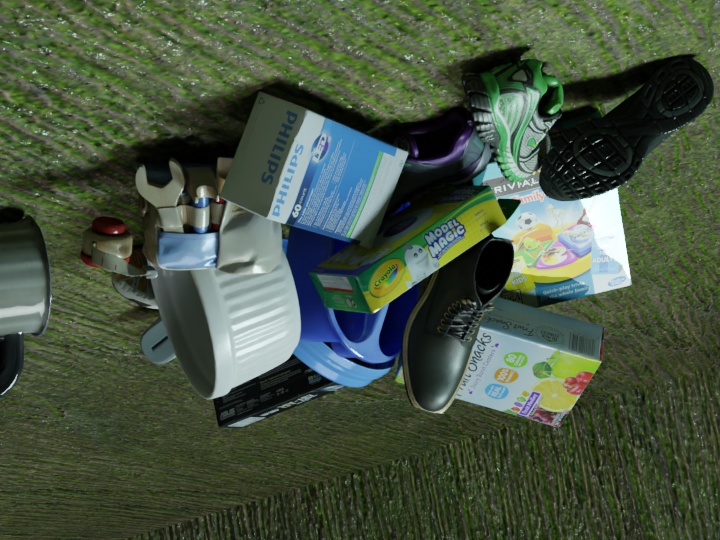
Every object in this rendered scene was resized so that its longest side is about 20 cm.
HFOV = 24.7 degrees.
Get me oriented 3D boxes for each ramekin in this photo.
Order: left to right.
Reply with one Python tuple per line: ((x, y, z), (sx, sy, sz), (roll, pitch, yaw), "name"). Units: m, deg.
((-0.140, 0.022, 1.693), (0.104, 0.202, 0.200), (-18, 168, -20), "ramekin")

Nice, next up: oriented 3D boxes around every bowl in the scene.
((-0.045, 0.050, 1.856), (0.039, 0.201, 0.200), (-46, 153, 21), "bowl")

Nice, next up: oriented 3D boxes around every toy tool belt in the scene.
((-0.162, -0.068, 1.540), (0.198, 0.125, 0.125), (-1, -161, -23), "toy tool belt")

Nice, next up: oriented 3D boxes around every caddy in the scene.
((0.000, 0.000, 1.733), (0.104, 0.203, 0.141), (-11, 156, 42), "caddy")

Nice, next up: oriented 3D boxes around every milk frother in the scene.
((-0.424, 0.025, 1.613), (0.186, 0.183, 0.200), (-5, -154, -29), "milk frother")

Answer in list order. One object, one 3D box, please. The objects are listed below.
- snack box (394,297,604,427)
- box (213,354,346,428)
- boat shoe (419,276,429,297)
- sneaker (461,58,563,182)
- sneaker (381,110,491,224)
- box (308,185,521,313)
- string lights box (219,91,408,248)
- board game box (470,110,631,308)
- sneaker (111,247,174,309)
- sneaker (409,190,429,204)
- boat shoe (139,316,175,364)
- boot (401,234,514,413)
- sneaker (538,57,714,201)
((0.152, 0.093, 1.810), (0.198, 0.053, 0.143), (16, 141, -5), "snack box")
((-0.107, 0.091, 2.030), (0.199, 0.162, 0.043), (-24, 161, 33), "box")
((0.113, 0.060, 1.859), (0.073, 0.064, 0.200), (-24, 134, 35), "boat shoe")
((0.159, -0.142, 1.570), (0.084, 0.079, 0.200), (-17, 164, 11), "sneaker")
((0.029, -0.105, 1.636), (0.198, 0.075, 0.088), (-27, 154, 6), "sneaker")
((0.057, -0.030, 1.631), (0.199, 0.049, 0.117), (-32, -166, -22), "box")
((-0.039, -0.089, 1.519), (0.059, 0.104, 0.199), (24, -176, 29), "string lights box")
((0.202, -0.057, 1.756), (0.149, 0.047, 0.202), (-14, 126, 3), "board game box")
((-0.204, 0.022, 1.848), (0.198, 0.077, 0.087), (2, 156, -43), "sneaker")
((0.052, -0.023, 1.861), (0.199, 0.081, 0.088), (-19, 133, 37), "sneaker")
((-0.192, 0.046, 2.005), (0.199, 0.074, 0.067), (-27, -171, 36), "boat shoe")
((0.099, 0.051, 1.662), (0.076, 0.203, 0.138), (10, -177, -12), "boot")
((0.263, -0.130, 1.639), (0.199, 0.076, 0.091), (-33, 176, -5), "sneaker")
